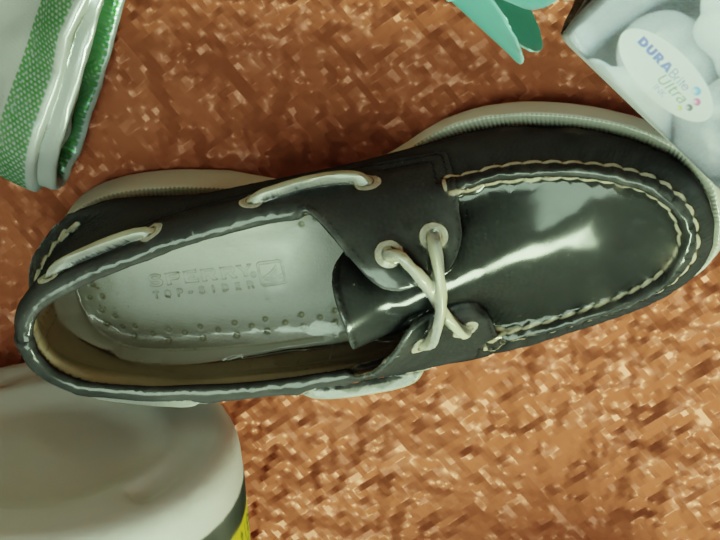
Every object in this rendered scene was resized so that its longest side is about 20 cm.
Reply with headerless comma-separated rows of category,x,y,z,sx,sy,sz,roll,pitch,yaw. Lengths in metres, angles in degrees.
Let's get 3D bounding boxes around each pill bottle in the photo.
pill bottle,-0.082,0.137,0.828,0.111,0.111,0.201,2,118,13

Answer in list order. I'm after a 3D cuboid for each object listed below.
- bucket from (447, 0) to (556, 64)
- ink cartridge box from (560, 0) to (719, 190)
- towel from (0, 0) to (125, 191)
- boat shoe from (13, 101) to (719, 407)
bucket,0.041,-0.162,0.592,0.135,0.207,0.207,37,120,1
ink cartridge box,0.189,-0.059,0.695,0.198,0.043,0.200,43,118,-9
towel,-0.155,-0.117,0.760,0.200,0.031,0.149,22,120,2
boat shoe,0.000,0.000,0.763,0.199,0.060,0.074,-3,115,16
